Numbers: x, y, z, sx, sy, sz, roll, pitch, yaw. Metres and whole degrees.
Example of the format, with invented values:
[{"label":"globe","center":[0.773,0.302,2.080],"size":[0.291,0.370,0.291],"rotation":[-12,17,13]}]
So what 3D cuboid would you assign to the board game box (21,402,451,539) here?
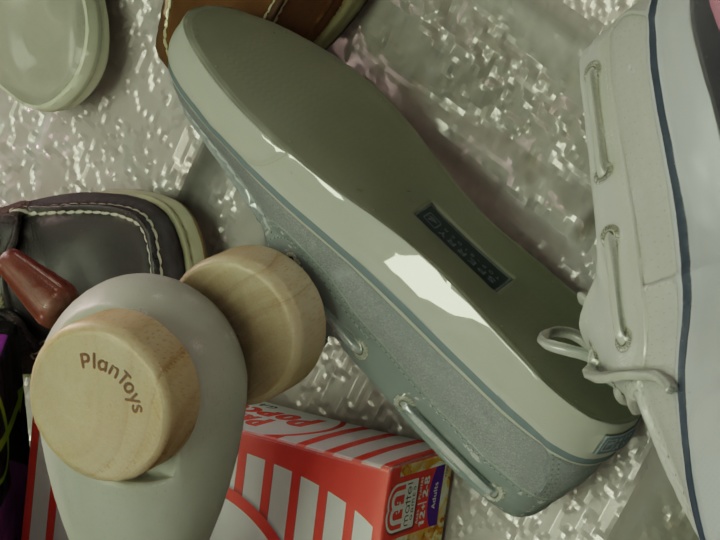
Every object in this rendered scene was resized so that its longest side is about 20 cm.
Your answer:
[{"label":"board game box","center":[-0.053,0.145,0.860],"size":[0.151,0.046,0.200],"rotation":[12,101,31]}]

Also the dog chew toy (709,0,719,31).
[{"label":"dog chew toy","center":[0.155,-0.136,0.639],"size":[0.125,0.125,0.200],"rotation":[2,86,39]}]

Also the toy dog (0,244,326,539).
[{"label":"toy dog","center":[-0.092,0.073,0.767],"size":[0.096,0.132,0.200],"rotation":[28,94,23]}]

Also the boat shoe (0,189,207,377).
[{"label":"boat shoe","center":[-0.145,0.010,0.924],"size":[0.200,0.065,0.072],"rotation":[-5,89,39]}]

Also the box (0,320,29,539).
[{"label":"box","center":[-0.149,0.129,0.839],"size":[0.036,0.200,0.143],"rotation":[4,123,6]}]

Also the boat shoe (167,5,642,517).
[{"label":"boat shoe","center":[0.001,0.000,0.788],"size":[0.201,0.070,0.072],"rotation":[45,123,12]}]

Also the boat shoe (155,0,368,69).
[{"label":"boat shoe","center":[-0.021,-0.147,0.805],"size":[0.076,0.074,0.200],"rotation":[45,119,28]}]

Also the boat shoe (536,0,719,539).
[{"label":"boat shoe","center":[0.093,0.014,0.715],"size":[0.086,0.075,0.202],"rotation":[-27,64,45]}]

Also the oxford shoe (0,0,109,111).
[{"label":"oxford shoe","center":[-0.164,-0.140,0.935],"size":[0.075,0.058,0.200],"rotation":[-44,68,29]}]
